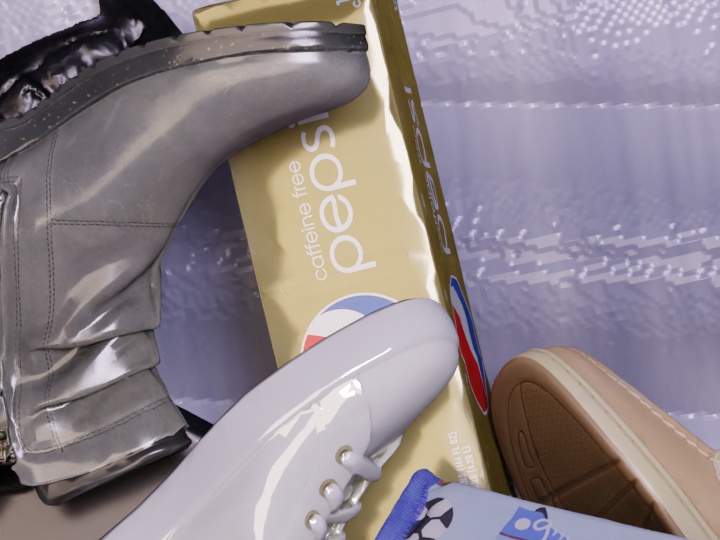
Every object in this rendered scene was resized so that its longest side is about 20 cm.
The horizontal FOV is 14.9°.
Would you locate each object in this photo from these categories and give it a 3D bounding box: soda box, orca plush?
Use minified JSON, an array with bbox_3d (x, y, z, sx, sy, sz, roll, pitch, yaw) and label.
[{"bbox_3d":[0.000,0.000,0.952,0.064,0.068,0.201,-15,87,9],"label":"soda box"},{"bbox_3d":[-0.136,-0.016,0.971,0.200,0.071,0.105,-39,84,7],"label":"orca plush"}]

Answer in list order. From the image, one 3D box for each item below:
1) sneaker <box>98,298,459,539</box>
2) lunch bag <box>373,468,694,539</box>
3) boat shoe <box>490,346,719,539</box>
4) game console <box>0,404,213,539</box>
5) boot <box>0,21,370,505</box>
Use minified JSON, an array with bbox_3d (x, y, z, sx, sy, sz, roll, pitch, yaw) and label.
[{"bbox_3d":[-0.030,0.098,0.877,0.200,0.073,0.085,-43,71,4],"label":"sneaker"},{"bbox_3d":[0.088,0.176,0.877,0.169,0.124,0.201,9,132,30],"label":"lunch bag"},{"bbox_3d":[0.126,0.097,0.938,0.200,0.071,0.064,48,58,2],"label":"boat shoe"},{"bbox_3d":[-0.143,0.104,0.929,0.199,0.031,0.178,27,82,3],"label":"game console"},{"bbox_3d":[-0.076,0.001,0.897,0.199,0.068,0.131,-18,86,11],"label":"boot"}]
